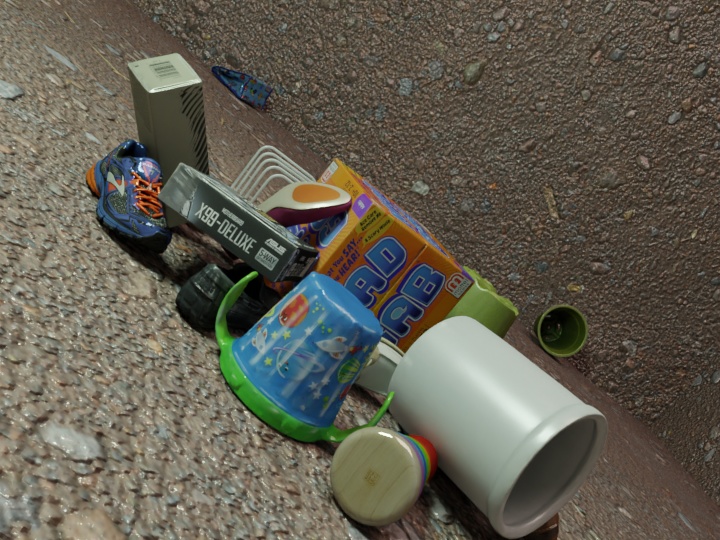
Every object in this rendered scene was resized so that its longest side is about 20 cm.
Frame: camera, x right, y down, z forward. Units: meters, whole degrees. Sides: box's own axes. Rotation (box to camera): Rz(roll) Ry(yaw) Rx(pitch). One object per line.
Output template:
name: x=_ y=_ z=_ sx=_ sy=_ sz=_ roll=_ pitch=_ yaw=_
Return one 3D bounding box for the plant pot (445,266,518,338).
plant pot: x=0.163 y=0.102 z=1.330 sx=0.200 sy=0.190 sz=0.200 roll=39 pitch=9 yaw=-7

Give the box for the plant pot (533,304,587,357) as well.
plant pot: x=0.775 y=0.235 z=3.131 sx=0.200 sy=0.200 sz=0.190 roll=39 pitch=-3 yaw=-3

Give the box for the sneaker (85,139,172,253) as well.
sneaker: x=-0.261 y=-0.092 z=0.909 sx=0.075 sy=0.079 sz=0.200 roll=29 pitch=15 yaw=-47

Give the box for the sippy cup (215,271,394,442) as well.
sippy cup: x=-0.051 y=0.079 z=0.794 sx=0.177 sy=0.131 sz=0.140 roll=35 pitch=12 yaw=-32

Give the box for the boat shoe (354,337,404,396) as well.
boat shoe: x=-0.015 y=0.109 z=0.994 sx=0.199 sy=0.075 sz=0.068 roll=30 pitch=17 yaw=-12

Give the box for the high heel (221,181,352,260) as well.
high heel: x=-0.102 y=-0.060 z=1.062 sx=0.068 sy=0.198 sz=0.096 roll=-84 pitch=165 yaw=-52

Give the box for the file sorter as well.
file sorter: x=-0.139 y=-0.109 z=1.322 sx=0.138 sy=0.125 sz=0.200 roll=35 pitch=11 yaw=-23

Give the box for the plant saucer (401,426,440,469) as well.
plant saucer: x=0.132 y=0.219 z=1.036 sx=0.199 sy=0.028 sz=0.200 roll=23 pitch=20 yaw=-9

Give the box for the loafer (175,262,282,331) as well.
loafer: x=-0.131 y=0.028 z=0.891 sx=0.068 sy=0.071 sz=0.200 roll=42 pitch=10 yaw=17

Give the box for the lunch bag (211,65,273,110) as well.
lunch bag: x=-0.451 y=-0.696 z=2.915 sx=0.199 sy=0.095 sz=0.150 roll=35 pitch=9 yaw=26

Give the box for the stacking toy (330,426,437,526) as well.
stacking toy: x=0.036 y=0.199 z=0.787 sx=0.085 sy=0.085 sz=0.200 roll=43 pitch=3 yaw=18

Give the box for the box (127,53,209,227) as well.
box: x=-0.236 y=-0.160 z=0.989 sx=0.082 sy=0.068 sz=0.201 roll=50 pitch=-31 yaw=38

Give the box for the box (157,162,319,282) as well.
box: x=-0.134 y=-0.050 z=0.924 sx=0.157 sy=0.050 sz=0.200 roll=36 pitch=2 yaw=4

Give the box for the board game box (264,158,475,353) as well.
board game box: x=0.000 y=0.000 z=1.130 sx=0.199 sy=0.200 sz=0.200 roll=35 pitch=10 yaw=-28

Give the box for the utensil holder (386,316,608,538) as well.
utensil holder: x=0.149 y=0.172 z=0.901 sx=0.200 sy=0.171 sz=0.170 roll=39 pitch=7 yaw=39

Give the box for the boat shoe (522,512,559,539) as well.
boat shoe: x=0.211 y=0.303 z=1.014 sx=0.200 sy=0.071 sz=0.068 roll=-70 pitch=143 yaw=-88

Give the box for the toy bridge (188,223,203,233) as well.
toy bridge: x=-0.263 y=-0.119 z=1.175 sx=0.067 sy=0.027 sz=0.200 roll=33 pitch=12 yaw=-49
